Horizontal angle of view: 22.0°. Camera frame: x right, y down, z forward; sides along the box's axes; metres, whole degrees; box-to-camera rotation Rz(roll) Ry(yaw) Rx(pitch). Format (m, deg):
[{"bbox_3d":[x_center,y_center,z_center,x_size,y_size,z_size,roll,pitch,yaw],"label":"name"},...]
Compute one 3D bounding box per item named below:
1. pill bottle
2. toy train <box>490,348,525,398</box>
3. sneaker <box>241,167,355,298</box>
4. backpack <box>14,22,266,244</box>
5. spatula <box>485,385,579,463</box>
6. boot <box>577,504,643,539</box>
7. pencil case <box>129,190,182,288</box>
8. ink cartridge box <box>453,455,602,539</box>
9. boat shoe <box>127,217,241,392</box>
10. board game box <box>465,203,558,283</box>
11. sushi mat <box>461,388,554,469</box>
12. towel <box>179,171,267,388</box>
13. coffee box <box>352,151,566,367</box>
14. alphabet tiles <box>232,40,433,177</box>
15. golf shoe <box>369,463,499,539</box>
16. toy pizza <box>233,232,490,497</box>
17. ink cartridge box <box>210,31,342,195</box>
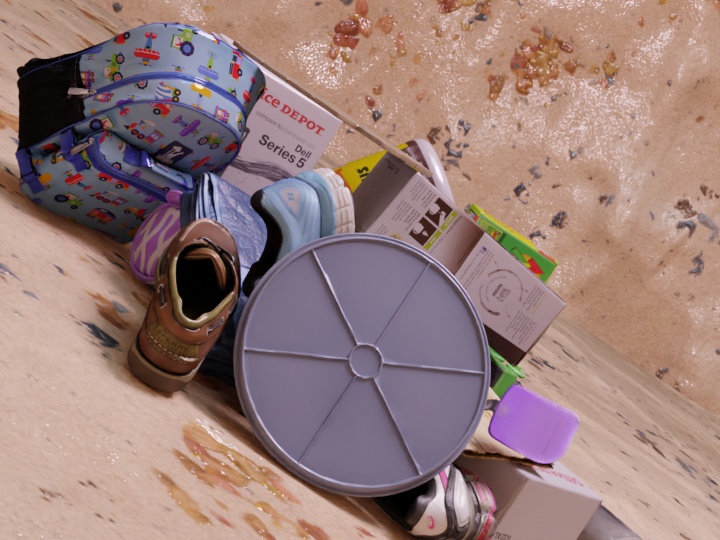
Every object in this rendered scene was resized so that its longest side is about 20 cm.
[{"bbox_3d":[-0.009,-0.050,1.841,0.109,0.198,0.110,160,-90,-86],"label":"pill bottle"},{"bbox_3d":[0.083,0.065,1.822,0.200,0.042,0.056,38,9,36],"label":"toy train"},{"bbox_3d":[-0.053,0.023,1.455,0.089,0.202,0.078,-7,6,-22],"label":"sneaker"},{"bbox_3d":[-0.186,-0.128,1.645,0.182,0.199,0.136,31,49,-47],"label":"backpack"},{"bbox_3d":[0.073,0.101,1.461,0.198,0.057,0.021,18,-36,20],"label":"spatula"},{"bbox_3d":[0.173,0.212,1.728,0.181,0.073,0.200,26,18,-38],"label":"boot"},{"bbox_3d":[-0.116,0.003,1.662,0.083,0.086,0.199,3,-21,44],"label":"pencil case"},{"bbox_3d":[0.087,0.159,1.569,0.200,0.084,0.145,40,10,35],"label":"ink cartridge box"},{"bbox_3d":[-0.118,0.011,1.402,0.071,0.068,0.201,26,31,-11],"label":"boat shoe"},{"bbox_3d":[0.104,0.044,1.916,0.101,0.201,0.048,32,8,-15],"label":"board game box"},{"bbox_3d":[0.077,0.098,1.527,0.095,0.012,0.200,10,25,-32],"label":"sushi mat"},{"bbox_3d":[-0.095,0.016,1.534,0.111,0.048,0.201,30,34,-36],"label":"towel"},{"bbox_3d":[0.086,-0.012,1.739,0.200,0.080,0.113,40,2,-18],"label":"coffee box"},{"bbox_3d":[-0.026,-0.147,1.684,0.200,0.006,0.166,37,5,31],"label":"alphabet tiles"},{"bbox_3d":[0.027,0.143,1.458,0.092,0.073,0.200,26,12,-41],"label":"golf shoe"},{"bbox_3d":[0.001,0.071,1.402,0.199,0.201,0.032,34,-18,-3],"label":"toy pizza"},{"bbox_3d":[-0.136,-0.116,1.879,0.145,0.201,0.084,29,9,-29],"label":"ink cartridge box"}]
